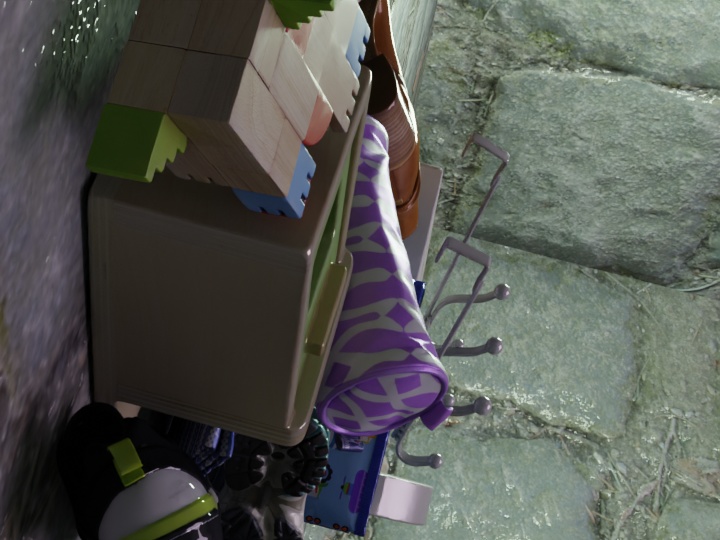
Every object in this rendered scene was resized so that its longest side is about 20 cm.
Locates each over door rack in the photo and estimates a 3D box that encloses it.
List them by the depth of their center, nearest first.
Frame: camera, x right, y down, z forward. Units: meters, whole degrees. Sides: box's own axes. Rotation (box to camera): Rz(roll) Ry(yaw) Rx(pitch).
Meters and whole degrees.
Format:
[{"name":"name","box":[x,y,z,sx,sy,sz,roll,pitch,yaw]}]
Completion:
[{"name":"over door rack","box":[0.078,0.028,0.991,0.148,0.066,0.202,-73,176,-53]}]

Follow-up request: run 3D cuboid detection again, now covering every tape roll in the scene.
[{"name":"tape roll","box":[-0.033,0.185,1.205,0.203,0.200,0.038,80,25,-82]}]

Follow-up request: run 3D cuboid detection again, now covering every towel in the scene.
[{"name":"towel","box":[-0.092,0.077,0.857,0.200,0.024,0.146,131,-23,-60]}]

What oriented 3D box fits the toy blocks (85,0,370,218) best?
[{"name":"toy blocks","box":[-0.036,-0.106,0.565,0.137,0.099,0.203,54,48,-68]}]

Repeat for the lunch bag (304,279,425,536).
[{"name":"lunch bag","box":[-0.043,0.072,0.997,0.094,0.148,0.203,-22,126,-86]}]

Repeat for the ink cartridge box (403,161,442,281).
[{"name":"ink cartridge box","box":[-0.018,-0.004,1.139,0.200,0.143,0.149,94,9,-74]}]

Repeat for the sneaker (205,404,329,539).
[{"name":"sneaker","box":[-0.062,0.127,0.863,0.087,0.077,0.201,-88,-161,-46]}]

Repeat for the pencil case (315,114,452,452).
[{"name":"pencil case","box":[0.000,0.000,0.811,0.084,0.085,0.202,-44,-131,44]}]

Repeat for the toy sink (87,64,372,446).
[{"name":"toy sink","box":[-0.064,0.001,0.691,0.201,0.110,0.131,101,5,-47]}]

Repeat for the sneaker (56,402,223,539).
[{"name":"sneaker","box":[-0.109,0.100,0.663,0.084,0.071,0.200,64,-18,-1]}]

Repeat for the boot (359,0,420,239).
[{"name":"boot","box":[0.004,-0.134,0.977,0.156,0.076,0.202,73,-3,-57]}]
